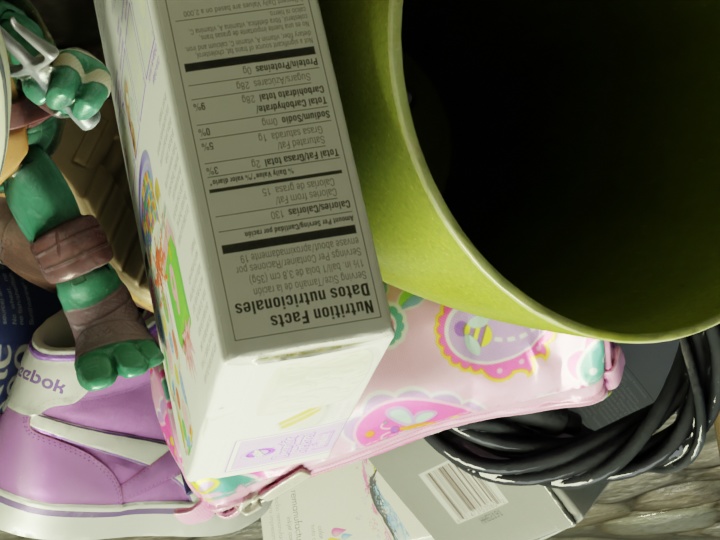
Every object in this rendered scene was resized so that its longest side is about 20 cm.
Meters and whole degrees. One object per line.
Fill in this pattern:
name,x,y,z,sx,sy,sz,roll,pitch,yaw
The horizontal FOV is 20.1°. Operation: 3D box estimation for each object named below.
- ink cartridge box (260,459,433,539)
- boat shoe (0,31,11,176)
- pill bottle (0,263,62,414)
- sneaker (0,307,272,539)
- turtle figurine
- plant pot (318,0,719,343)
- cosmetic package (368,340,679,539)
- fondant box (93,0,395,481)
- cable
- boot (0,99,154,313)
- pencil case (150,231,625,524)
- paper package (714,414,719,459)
ink cartridge box,0.033,0.130,1.352,0.199,0.117,0.067,-15,159,16
boat shoe,-0.174,-0.014,0.662,0.200,0.075,0.062,-52,178,32
pill bottle,-0.214,0.030,0.943,0.111,0.112,0.199,-21,166,33
sneaker,-0.093,0.065,0.971,0.072,0.115,0.200,18,-173,28
turtle figurine,-0.141,-0.053,0.718,0.149,0.201,0.101,-8,-164,25
plant pot,0.043,-0.064,0.764,0.186,0.189,0.200,3,175,-29
cosmetic package,0.106,0.051,1.049,0.200,0.090,0.107,-42,-176,-37
fondant box,-0.047,-0.044,0.703,0.058,0.201,0.144,-8,162,-12
cable,0.083,0.019,0.922,0.163,0.201,0.051,-36,-171,-5
boot,-0.107,-0.018,0.854,0.199,0.073,0.166,33,163,3
pencil case,0.009,0.043,0.857,0.199,0.088,0.087,-18,160,2
paper package,0.299,0.077,1.180,0.189,0.201,0.104,-10,160,7
